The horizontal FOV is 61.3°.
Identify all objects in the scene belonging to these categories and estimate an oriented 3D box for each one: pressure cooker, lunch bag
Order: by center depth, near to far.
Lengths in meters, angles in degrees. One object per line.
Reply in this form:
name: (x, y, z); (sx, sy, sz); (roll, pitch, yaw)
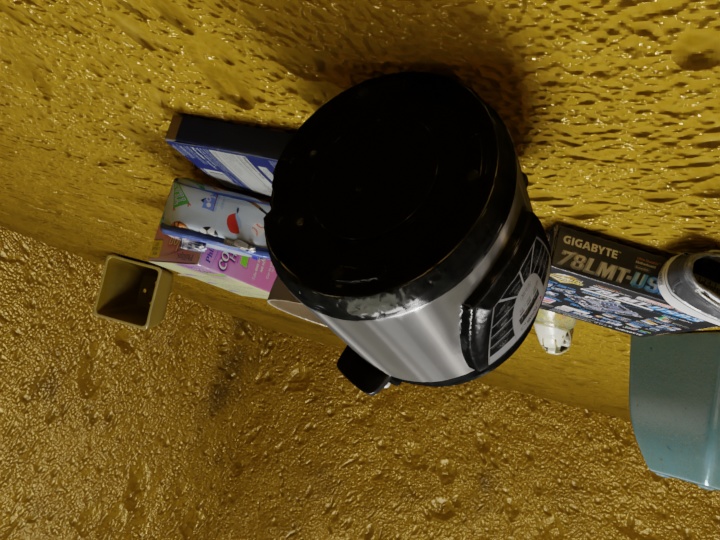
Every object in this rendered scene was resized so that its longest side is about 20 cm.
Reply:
pressure cooker: (0.045, -0.016, 0.442); (0.172, 0.183, 0.200); (-15, 147, 17)
lunch bag: (-0.154, -0.056, 0.747); (0.156, 0.078, 0.200); (15, -177, -10)

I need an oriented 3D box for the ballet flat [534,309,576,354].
ballet flat: (0.301, 0.094, 0.949); (0.069, 0.072, 0.200); (10, 167, 24)

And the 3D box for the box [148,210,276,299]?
box: (-0.216, -0.026, 1.012); (0.174, 0.099, 0.198); (4, 165, 47)

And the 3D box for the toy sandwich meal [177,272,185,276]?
toy sandwich meal: (-0.303, 0.002, 1.341); (0.200, 0.072, 0.205); (15, 169, 3)

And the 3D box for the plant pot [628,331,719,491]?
plant pot: (0.519, 0.216, 0.889); (0.191, 0.205, 0.196); (17, 170, -13)

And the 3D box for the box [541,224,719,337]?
box: (0.272, 0.021, 0.676); (0.195, 0.051, 0.199); (16, 168, 2)

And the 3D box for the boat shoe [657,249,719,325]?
boat shoe: (0.372, 0.029, 0.537); (0.196, 0.073, 0.068); (22, 171, 6)

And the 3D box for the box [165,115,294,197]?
box: (-0.081, -0.102, 0.611); (0.195, 0.033, 0.121); (15, 170, 19)

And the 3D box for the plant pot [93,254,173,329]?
plant pot: (-0.722, 0.074, 2.004); (0.189, 0.201, 0.200); (14, 177, 7)

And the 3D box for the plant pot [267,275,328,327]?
plant pot: (0.000, 0.000, 0.730); (0.195, 0.138, 0.200); (15, 170, 3)

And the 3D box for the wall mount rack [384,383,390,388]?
wall mount rack: (0.088, 0.030, 0.626); (0.197, 0.075, 0.175); (-10, 147, -44)
